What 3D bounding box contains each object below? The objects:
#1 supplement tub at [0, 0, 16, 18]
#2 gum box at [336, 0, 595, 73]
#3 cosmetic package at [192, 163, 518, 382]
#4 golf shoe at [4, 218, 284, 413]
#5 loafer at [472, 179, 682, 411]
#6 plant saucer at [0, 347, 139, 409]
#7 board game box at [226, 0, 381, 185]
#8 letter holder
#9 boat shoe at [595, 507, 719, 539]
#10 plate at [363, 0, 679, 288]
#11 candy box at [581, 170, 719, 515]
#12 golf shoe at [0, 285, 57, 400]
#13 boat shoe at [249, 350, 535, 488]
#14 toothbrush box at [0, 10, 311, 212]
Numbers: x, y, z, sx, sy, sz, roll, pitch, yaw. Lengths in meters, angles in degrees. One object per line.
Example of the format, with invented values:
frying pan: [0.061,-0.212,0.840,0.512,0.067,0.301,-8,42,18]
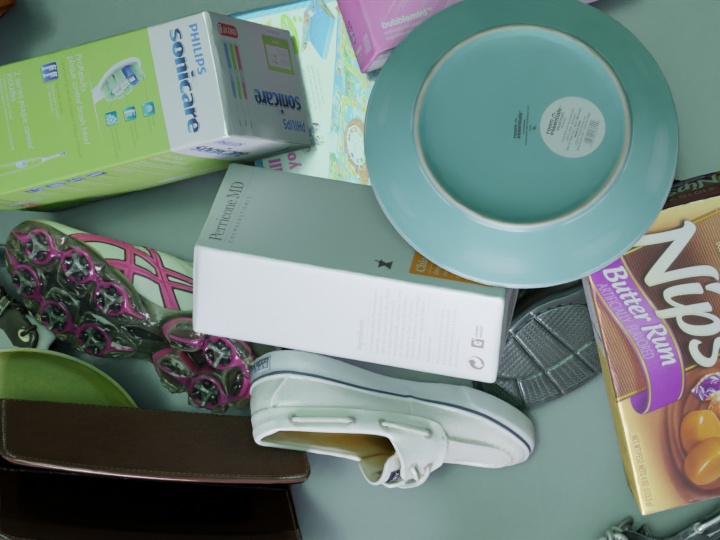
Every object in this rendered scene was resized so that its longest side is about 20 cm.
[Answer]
supplement tub: [-0.339,-0.159,1.768,0.200,0.123,0.123,-37,84,4]
gum box: [0.079,-0.217,1.726,0.199,0.066,0.114,-18,85,-11]
cosmetic package: [0.000,0.000,1.686,0.199,0.102,0.071,9,127,7]
golf shoe: [-0.144,0.022,1.760,0.200,0.092,0.073,30,120,5]
loafer: [0.154,0.016,1.740,0.200,0.063,0.072,-39,115,7]
plant saucer: [-0.236,0.135,1.745,0.199,0.031,0.201,-7,115,-14]
board game box: [-0.006,-0.087,1.768,0.134,0.034,0.201,-11,86,6]
letter holder: [-0.135,0.163,1.677,0.199,0.142,0.101,5,113,-11]
boat shoe: [0.184,0.195,1.711,0.199,0.074,0.068,-23,84,8]
plate: [0.101,-0.087,1.642,0.199,0.026,0.201,-1,71,2]
candy box: [0.212,0.045,1.689,0.116,0.056,0.201,-14,108,0]
golf shoe: [-0.254,0.032,1.776,0.094,0.078,0.201,-15,96,3]
boat shoe: [0.021,0.109,1.703,0.199,0.071,0.070,16,58,-22]
toothbrush box: [-0.153,-0.100,1.711,0.199,0.146,0.086,-12,86,20]
